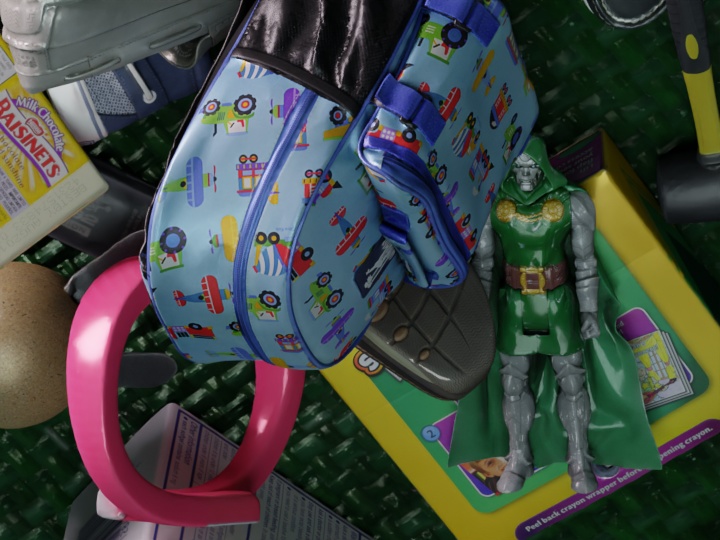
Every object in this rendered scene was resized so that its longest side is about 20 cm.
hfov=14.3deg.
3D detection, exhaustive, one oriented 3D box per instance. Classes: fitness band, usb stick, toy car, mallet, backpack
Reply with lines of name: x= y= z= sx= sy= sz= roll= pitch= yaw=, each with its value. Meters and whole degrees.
fitness band: x=-0.092 y=0.064 z=1.541 sx=0.037 sy=0.200 sz=0.144 roll=2 pitch=87 yaw=31
usb stick: x=-0.179 y=-0.051 z=1.562 sx=0.200 sy=0.033 sz=0.055 roll=25 pitch=112 yaw=-12
toy car: x=-0.200 y=0.029 z=1.556 sx=0.200 sy=0.158 sz=0.164 roll=-8 pitch=132 yaw=-8
mallet: x=0.165 y=-0.099 z=1.489 sx=0.066 sy=0.041 sz=0.200 roll=-13 pitch=134 yaw=15
backpack: x=-0.016 y=-0.042 z=1.397 sx=0.134 sy=0.200 sz=0.183 roll=20 pitch=158 yaw=20

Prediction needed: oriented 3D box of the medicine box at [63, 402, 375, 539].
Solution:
medicine box: x=-0.068 y=0.206 z=1.622 sx=0.200 sy=0.182 sz=0.103 roll=36 pitch=116 yaw=-17

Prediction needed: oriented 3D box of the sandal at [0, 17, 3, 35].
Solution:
sandal: x=-0.227 y=-0.158 z=1.498 sx=0.075 sy=0.048 sz=0.201 roll=-8 pitch=107 yaw=7

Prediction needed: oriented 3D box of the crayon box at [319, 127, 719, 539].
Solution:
crayon box: x=0.098 y=0.044 z=1.590 sx=0.200 sy=0.058 sz=0.173 roll=-31 pitch=112 yaw=19

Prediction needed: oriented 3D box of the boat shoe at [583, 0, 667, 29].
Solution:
boat shoe: x=0.158 y=-0.202 z=1.439 sx=0.076 sy=0.060 sz=0.200 roll=13 pitch=120 yaw=-5

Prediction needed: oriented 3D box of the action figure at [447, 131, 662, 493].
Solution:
action figure: x=0.093 y=0.021 z=1.517 sx=0.118 sy=0.055 sz=0.200 roll=-3 pitch=113 yaw=9

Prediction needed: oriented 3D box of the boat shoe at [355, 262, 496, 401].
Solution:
boat shoe: x=0.000 y=0.000 z=1.522 sx=0.074 sy=0.200 sz=0.073 roll=-31 pitch=150 yaw=-21

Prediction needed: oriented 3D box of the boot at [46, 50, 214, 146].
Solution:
boot: x=-0.146 y=-0.167 z=1.480 sx=0.090 sy=0.073 sz=0.200 roll=-24 pitch=117 yaw=-5

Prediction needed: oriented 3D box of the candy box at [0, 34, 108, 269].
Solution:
candy box: x=-0.226 y=-0.093 z=1.456 sx=0.102 sy=0.026 sz=0.200 roll=-38 pitch=101 yaw=-18

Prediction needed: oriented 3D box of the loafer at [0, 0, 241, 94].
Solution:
loafer: x=-0.090 y=-0.138 z=1.443 sx=0.200 sy=0.070 sz=0.070 roll=-16 pitch=120 yaw=-29
